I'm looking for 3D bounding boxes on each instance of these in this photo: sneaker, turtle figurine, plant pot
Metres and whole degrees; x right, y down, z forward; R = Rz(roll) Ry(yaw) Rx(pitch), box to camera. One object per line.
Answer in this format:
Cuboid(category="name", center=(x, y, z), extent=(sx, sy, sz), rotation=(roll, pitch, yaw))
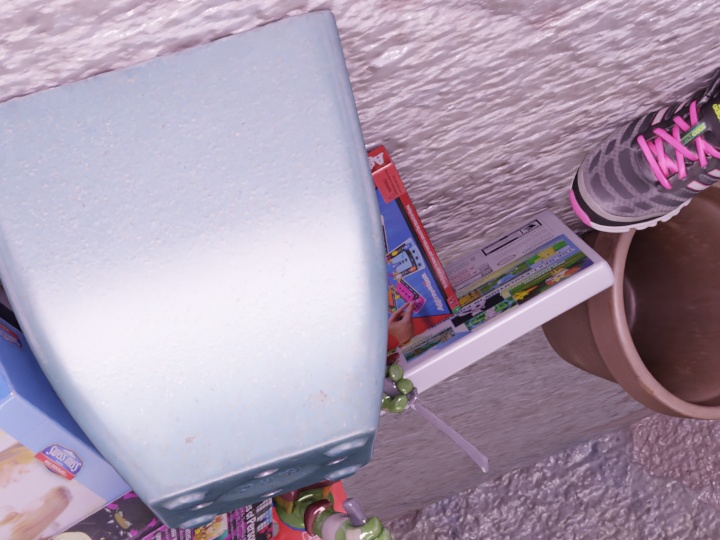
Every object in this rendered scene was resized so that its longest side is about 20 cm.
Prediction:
Cuboid(category="sneaker", center=(0.234, -0.093, 1.015), extent=(0.199, 0.074, 0.087), rotation=(-24, 166, -3))
Cuboid(category="turtle figurine", center=(0.009, 0.104, 0.939), extent=(0.144, 0.199, 0.195), rotation=(-48, 150, -32))
Cuboid(category="plant pot", center=(-0.075, 0.019, 0.773), extent=(0.195, 0.201, 0.196), rotation=(-18, 166, -6))
Cuboid(category="plant pot", center=(0.242, 0.026, 1.277), extent=(0.199, 0.202, 0.174), rotation=(-11, -179, -29))

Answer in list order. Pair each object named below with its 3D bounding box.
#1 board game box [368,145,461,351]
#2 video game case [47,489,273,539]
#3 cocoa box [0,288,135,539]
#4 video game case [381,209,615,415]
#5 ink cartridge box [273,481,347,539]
Cuboid(category="board game box", center=(0.000, 0.000, 1.007), extent=(0.103, 0.020, 0.200), rotation=(-29, 147, 1))
Cuboid(category="video game case", center=(-0.132, 0.208, 0.911), extent=(0.181, 0.036, 0.201), rotation=(-30, 143, -27))
Cuboid(category="cocoa box", center=(-0.223, 0.098, 0.855), extent=(0.133, 0.131, 0.200), rotation=(-37, 148, -1))
Cuboid(category="video game case", center=(0.079, 0.028, 1.121), extent=(0.199, 0.022, 0.182), rotation=(-29, -165, 2))
Cuboid(category="ink cartridge box", center=(-0.120, 0.181, 1.338), extent=(0.199, 0.175, 0.044), rotation=(-18, 165, -6))
